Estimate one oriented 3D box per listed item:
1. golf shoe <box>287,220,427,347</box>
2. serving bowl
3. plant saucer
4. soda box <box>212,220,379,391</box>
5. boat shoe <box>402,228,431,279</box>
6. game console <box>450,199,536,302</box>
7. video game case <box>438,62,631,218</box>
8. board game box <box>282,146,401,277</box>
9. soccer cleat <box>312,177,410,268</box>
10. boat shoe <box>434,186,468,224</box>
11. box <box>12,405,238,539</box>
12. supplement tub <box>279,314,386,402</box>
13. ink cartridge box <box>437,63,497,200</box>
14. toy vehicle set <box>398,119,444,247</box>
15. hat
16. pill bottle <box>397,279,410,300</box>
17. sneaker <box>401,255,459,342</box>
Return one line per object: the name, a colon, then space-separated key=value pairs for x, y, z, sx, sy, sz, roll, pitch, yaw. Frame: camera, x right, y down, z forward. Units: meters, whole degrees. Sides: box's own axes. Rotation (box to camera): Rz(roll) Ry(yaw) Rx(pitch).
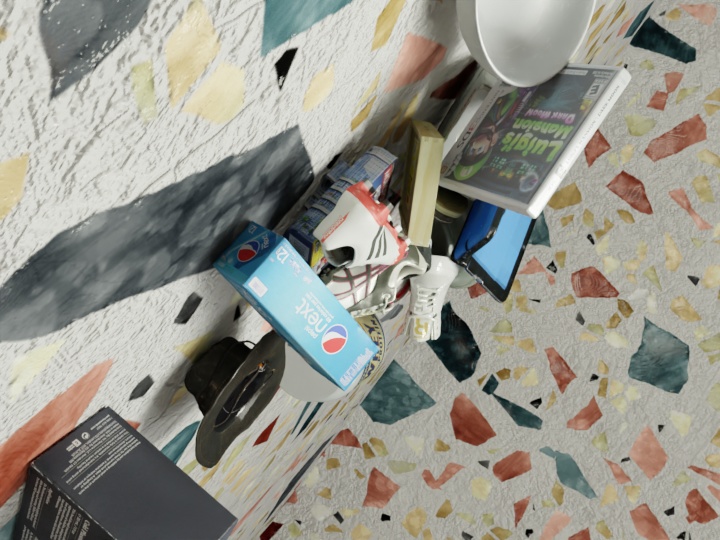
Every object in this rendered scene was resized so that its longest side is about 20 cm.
golf shoe: x=-0.005 y=0.027 z=0.969 sx=0.200 sy=0.088 sz=0.077 roll=-48 pitch=170 yaw=-17
serving bowl: x=0.168 y=-0.301 z=0.861 sx=0.199 sy=0.066 sz=0.201 roll=-17 pitch=118 yaw=-36
plant saucer: x=0.119 y=-0.060 z=1.274 sx=0.050 sy=0.200 sz=0.200 roll=-23 pitch=154 yaw=-33
soda box: x=-0.064 y=0.042 z=0.857 sx=0.064 sy=0.068 sz=0.200 roll=-48 pitch=130 yaw=-13
boat shoe: x=0.000 y=0.000 z=1.065 sx=0.199 sy=0.057 sz=0.069 roll=-20 pitch=139 yaw=15
game console: x=0.217 y=-0.080 z=1.126 sx=0.201 sy=0.118 sz=0.171 roll=-66 pitch=-172 yaw=-21
video game case: x=0.184 y=-0.158 z=0.919 sx=0.182 sy=0.023 sz=0.200 roll=-56 pitch=-150 yaw=-1
board game box: x=-0.022 y=-0.068 z=0.982 sx=0.200 sy=0.062 sz=0.200 roll=-48 pitch=169 yaw=-25
soccer cleat: x=0.000 y=-0.035 z=0.866 sx=0.085 sy=0.069 sz=0.200 roll=-41 pitch=166 yaw=-1
boat shoe: x=0.101 y=-0.107 z=1.167 sx=0.066 sy=0.071 sz=0.201 roll=-59 pitch=-160 yaw=22
box: x=-0.249 y=0.278 z=0.832 sx=0.104 sy=0.182 sz=0.200 roll=-39 pitch=164 yaw=-49
supplement tub: x=-0.049 y=0.125 z=1.274 sx=0.145 sy=0.145 sz=0.200 roll=-54 pitch=170 yaw=13
ink cartridge box: x=0.168 y=-0.206 z=1.129 sx=0.147 sy=0.083 sz=0.200 roll=-57 pitch=-174 yaw=29
toy vehicle set: x=0.073 y=-0.115 z=1.006 sx=0.200 sy=0.026 sz=0.125 roll=-91 pitch=-172 yaw=-74
hat: x=-0.170 y=0.142 z=1.004 sx=0.201 sy=0.081 sz=0.201 roll=-55 pitch=166 yaw=-21
pill bottle: x=0.020 y=-0.010 z=1.213 sx=0.112 sy=0.112 sz=0.200 roll=-51 pitch=169 yaw=-2
sneaker: x=0.101 y=0.047 z=1.187 sx=0.200 sy=0.073 sz=0.116 roll=69 pitch=29 yaw=-76
